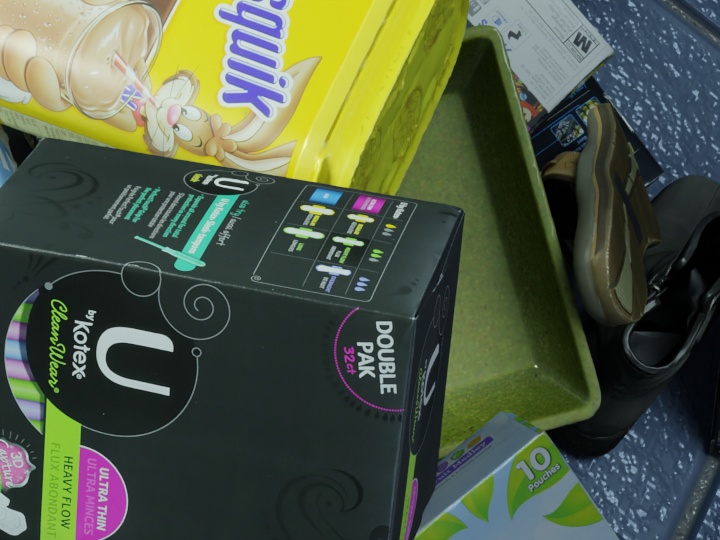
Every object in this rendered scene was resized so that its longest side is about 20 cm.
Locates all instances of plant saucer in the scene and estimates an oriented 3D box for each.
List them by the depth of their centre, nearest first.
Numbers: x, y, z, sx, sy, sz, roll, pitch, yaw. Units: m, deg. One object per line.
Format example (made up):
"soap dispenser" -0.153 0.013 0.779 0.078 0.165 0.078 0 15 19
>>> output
"plant saucer" 0.000 0.000 1.299 0.198 0.048 0.201 -16 93 3

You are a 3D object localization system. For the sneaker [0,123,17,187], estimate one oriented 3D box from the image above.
"sneaker" -0.201 -0.081 1.283 0.072 0.072 0.201 -22 83 -41

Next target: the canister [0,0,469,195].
"canister" -0.068 -0.105 1.228 0.199 0.087 0.149 20 68 14

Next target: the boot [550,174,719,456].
"boot" 0.176 0.005 1.397 0.068 0.131 0.200 34 56 -1

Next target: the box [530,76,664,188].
"box" 0.050 -0.063 1.417 0.200 0.046 0.159 -36 87 -35

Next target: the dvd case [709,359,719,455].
"dvd case" 0.231 -0.009 1.406 0.022 0.201 0.146 20 54 18

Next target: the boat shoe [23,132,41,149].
"boat shoe" -0.137 -0.085 1.322 0.072 0.059 0.201 36 51 -50

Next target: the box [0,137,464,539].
"box" -0.066 0.044 1.130 0.199 0.150 0.124 10 25 8

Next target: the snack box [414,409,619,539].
"snack box" 0.037 0.183 1.222 0.200 0.053 0.143 -39 109 -8

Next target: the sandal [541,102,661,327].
"sandal" 0.117 -0.027 1.337 0.200 0.054 0.081 -70 141 -64

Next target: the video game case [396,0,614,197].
"video game case" 0.017 -0.139 1.382 0.200 0.036 0.181 48 54 -3
